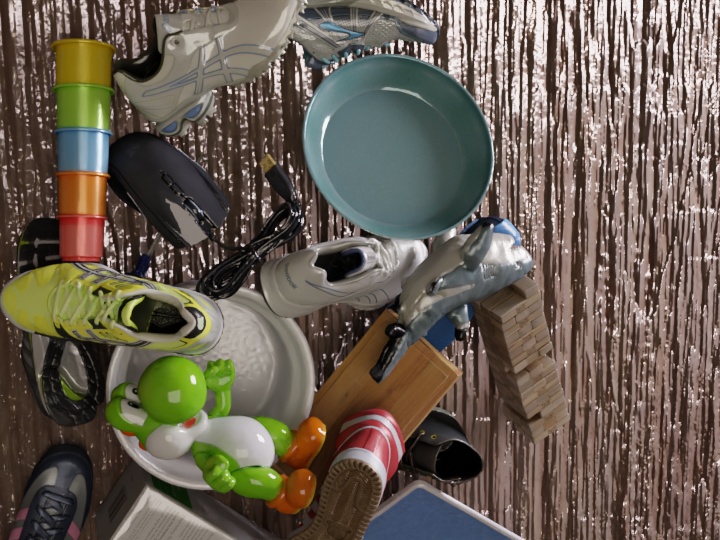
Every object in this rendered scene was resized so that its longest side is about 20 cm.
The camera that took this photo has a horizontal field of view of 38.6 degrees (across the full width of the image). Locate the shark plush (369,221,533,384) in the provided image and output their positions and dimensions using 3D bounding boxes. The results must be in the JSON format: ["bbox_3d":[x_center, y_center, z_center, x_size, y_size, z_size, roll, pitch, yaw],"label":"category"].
[{"bbox_3d":[0.087,0.032,0.993,0.083,0.091,0.200,50,62,-19],"label":"shark plush"}]

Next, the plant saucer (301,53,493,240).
[{"bbox_3d":[0.035,-0.120,1.036,0.198,0.036,0.202,4,72,-12],"label":"plant saucer"}]

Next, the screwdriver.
[{"bbox_3d":[-0.202,-0.030,0.995,0.029,0.028,0.201,29,72,-28],"label":"screwdriver"}]

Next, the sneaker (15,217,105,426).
[{"bbox_3d":[-0.299,0.050,0.980,0.073,0.081,0.202,-1,80,-39],"label":"sneaker"}]

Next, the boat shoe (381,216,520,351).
[{"bbox_3d":[0.089,0.026,1.092,0.200,0.069,0.084,-40,116,-5],"label":"boat shoe"}]

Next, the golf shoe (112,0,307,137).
[{"bbox_3d":[-0.139,-0.209,0.937,0.200,0.079,0.097,-38,132,16],"label":"golf shoe"}]

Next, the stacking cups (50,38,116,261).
[{"bbox_3d":[-0.259,-0.109,0.950,0.060,0.060,0.202,2,86,-16],"label":"stacking cups"}]

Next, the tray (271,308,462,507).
[{"bbox_3d":[0.001,0.147,1.034,0.099,0.037,0.200,41,98,11],"label":"tray"}]

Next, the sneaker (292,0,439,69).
[{"bbox_3d":[-0.021,-0.242,1.021,0.198,0.078,0.087,10,108,-10],"label":"sneaker"}]

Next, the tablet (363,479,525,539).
[{"bbox_3d":[0.094,0.301,1.123,0.199,0.014,0.130,34,122,-23],"label":"tablet"}]

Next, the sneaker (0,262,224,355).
[{"bbox_3d":[-0.221,0.029,0.904,0.198,0.076,0.076,5,81,1],"label":"sneaker"}]

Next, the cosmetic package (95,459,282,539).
[{"bbox_3d":[-0.162,0.282,1.040,0.199,0.108,0.085,35,87,-20],"label":"cosmetic package"}]

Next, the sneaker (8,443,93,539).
[{"bbox_3d":[-0.312,0.273,1.007,0.070,0.082,0.202,18,93,-17],"label":"sneaker"}]

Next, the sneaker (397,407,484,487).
[{"bbox_3d":[0.028,0.174,1.075,0.198,0.106,0.076,5,98,-17],"label":"sneaker"}]

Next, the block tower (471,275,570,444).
[{"bbox_3d":[0.171,0.093,1.096,0.058,0.054,0.201,-31,127,-17],"label":"block tower"}]

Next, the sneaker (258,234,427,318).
[{"bbox_3d":[0.000,0.000,0.998,0.199,0.087,0.075,-15,83,-42],"label":"sneaker"}]

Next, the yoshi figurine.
[{"bbox_3d":[-0.127,0.139,0.925,0.199,0.112,0.113,23,88,-13],"label":"yoshi figurine"}]

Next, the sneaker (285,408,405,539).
[{"bbox_3d":[-0.016,0.221,0.989,0.071,0.113,0.201,28,123,1],"label":"sneaker"}]

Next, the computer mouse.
[{"bbox_3d":[-0.147,-0.082,0.971,0.140,0.046,0.200,-37,73,-15],"label":"computer mouse"}]

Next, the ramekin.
[{"bbox_3d":[-0.152,0.104,1.018,0.198,0.098,0.203,-3,99,-16],"label":"ramekin"}]
